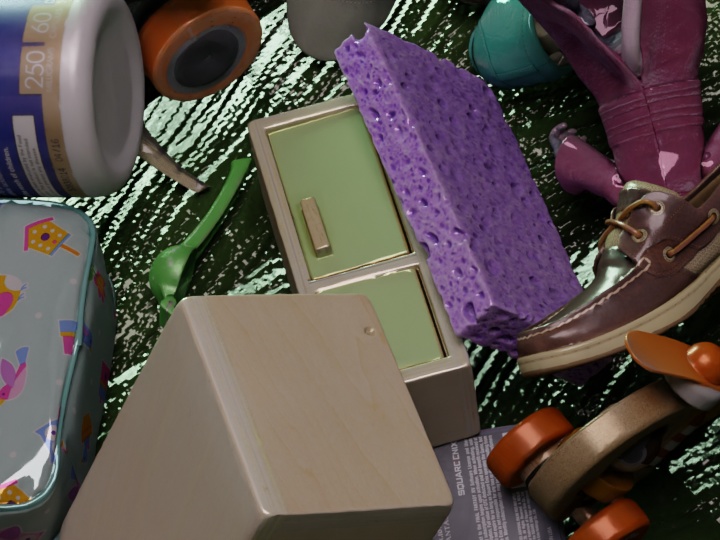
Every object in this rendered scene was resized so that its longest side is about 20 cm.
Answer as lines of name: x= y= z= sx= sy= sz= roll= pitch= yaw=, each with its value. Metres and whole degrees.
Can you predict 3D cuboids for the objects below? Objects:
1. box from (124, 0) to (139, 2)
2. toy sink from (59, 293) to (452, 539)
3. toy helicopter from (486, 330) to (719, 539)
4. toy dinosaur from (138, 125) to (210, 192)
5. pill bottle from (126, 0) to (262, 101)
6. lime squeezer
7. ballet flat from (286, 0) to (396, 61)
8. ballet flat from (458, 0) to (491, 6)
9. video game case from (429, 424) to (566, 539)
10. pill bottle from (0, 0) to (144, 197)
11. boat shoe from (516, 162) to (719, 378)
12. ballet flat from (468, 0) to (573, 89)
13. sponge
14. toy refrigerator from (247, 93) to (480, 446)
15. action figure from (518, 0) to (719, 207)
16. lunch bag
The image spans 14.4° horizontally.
box: x=-0.169 y=-0.225 z=1.590 sx=0.200 sy=0.044 sz=0.160 roll=-6 pitch=71 yaw=26
toy sink: x=-0.053 y=0.123 z=1.397 sx=0.112 sy=0.200 sz=0.130 roll=0 pitch=50 yaw=-30
toy helicopter: x=0.166 y=0.063 z=1.441 sx=0.200 sy=0.132 sz=0.079 roll=-27 pitch=68 yaw=-33
toy dinosaur: x=-0.177 y=-0.100 z=1.632 sx=0.088 sy=0.047 sz=0.200 roll=-29 pitch=62 yaw=-20
pill bottle: x=-0.134 y=-0.188 z=1.647 sx=0.106 sy=0.106 sz=0.200 roll=-29 pitch=59 yaw=-12
lime squeezer: x=-0.077 y=0.023 z=1.550 sx=0.071 sy=0.038 sz=0.200 roll=4 pitch=49 yaw=-25
ballet flat: x=0.013 y=-0.216 z=1.640 sx=0.067 sy=0.064 sz=0.200 roll=27 pitch=80 yaw=5
ballet flat: x=0.079 y=-0.244 z=1.683 sx=0.046 sy=0.067 sz=0.200 roll=16 pitch=65 yaw=-2
video game case: x=0.007 y=0.155 z=1.459 sx=0.200 sy=0.019 sz=0.143 roll=-9 pitch=56 yaw=2
pill bottle: x=-0.227 y=-0.097 z=1.551 sx=0.200 sy=0.116 sz=0.116 roll=0 pitch=57 yaw=12
boat shoe: x=0.150 y=-0.012 z=1.461 sx=0.200 sy=0.072 sz=0.072 roll=-30 pitch=95 yaw=-24
ballet flat: x=0.137 y=-0.182 z=1.630 sx=0.070 sy=0.067 sz=0.200 roll=7 pitch=58 yaw=47
sponge: x=0.061 y=-0.037 z=1.526 sx=0.030 sy=0.112 sz=0.200 roll=-40 pitch=53 yaw=24
toy refrigerator: x=0.000 y=0.000 z=1.520 sx=0.076 sy=0.070 sz=0.200 roll=-15 pitch=52 yaw=-3
action figure: x=0.162 y=-0.092 z=1.525 sx=0.134 sy=0.149 sz=0.200 roll=-17 pitch=89 yaw=6
lunch bag: x=-0.218 y=0.054 z=1.516 sx=0.160 sy=0.077 sz=0.200 roll=0 pitch=57 yaw=8
